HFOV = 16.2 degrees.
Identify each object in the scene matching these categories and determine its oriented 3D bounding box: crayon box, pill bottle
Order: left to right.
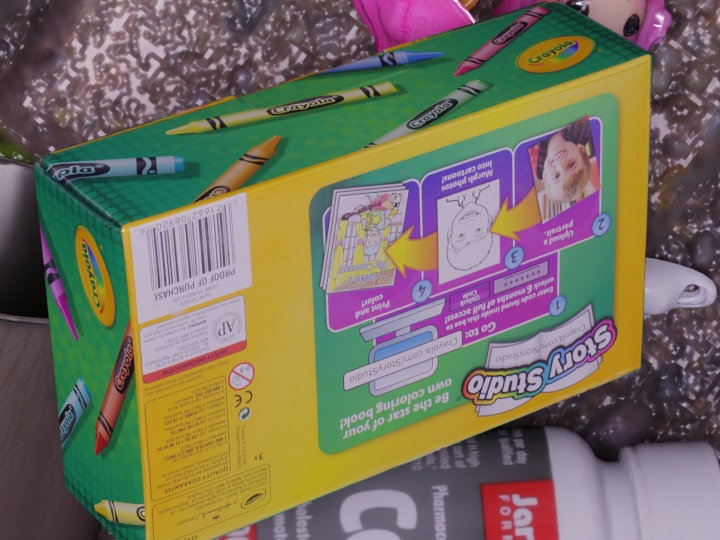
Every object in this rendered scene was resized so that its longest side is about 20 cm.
[{"bbox_3d":[0.000,0.000,0.806,0.199,0.058,0.120,-19,124,-28],"label":"crayon box"},{"bbox_3d":[0.031,0.114,0.908,0.198,0.114,0.115,-4,96,0],"label":"pill bottle"}]

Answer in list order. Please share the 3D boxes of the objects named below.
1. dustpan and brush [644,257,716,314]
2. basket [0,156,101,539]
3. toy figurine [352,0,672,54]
[{"bbox_3d":[0.036,0.002,0.920,0.198,0.057,0.140,12,124,-5],"label":"dustpan and brush"},{"bbox_3d":[-0.151,0.078,0.886,0.135,0.180,0.202,11,106,-11],"label":"basket"},{"bbox_3d":[0.077,-0.133,0.894,0.199,0.150,0.185,12,111,-26],"label":"toy figurine"}]
